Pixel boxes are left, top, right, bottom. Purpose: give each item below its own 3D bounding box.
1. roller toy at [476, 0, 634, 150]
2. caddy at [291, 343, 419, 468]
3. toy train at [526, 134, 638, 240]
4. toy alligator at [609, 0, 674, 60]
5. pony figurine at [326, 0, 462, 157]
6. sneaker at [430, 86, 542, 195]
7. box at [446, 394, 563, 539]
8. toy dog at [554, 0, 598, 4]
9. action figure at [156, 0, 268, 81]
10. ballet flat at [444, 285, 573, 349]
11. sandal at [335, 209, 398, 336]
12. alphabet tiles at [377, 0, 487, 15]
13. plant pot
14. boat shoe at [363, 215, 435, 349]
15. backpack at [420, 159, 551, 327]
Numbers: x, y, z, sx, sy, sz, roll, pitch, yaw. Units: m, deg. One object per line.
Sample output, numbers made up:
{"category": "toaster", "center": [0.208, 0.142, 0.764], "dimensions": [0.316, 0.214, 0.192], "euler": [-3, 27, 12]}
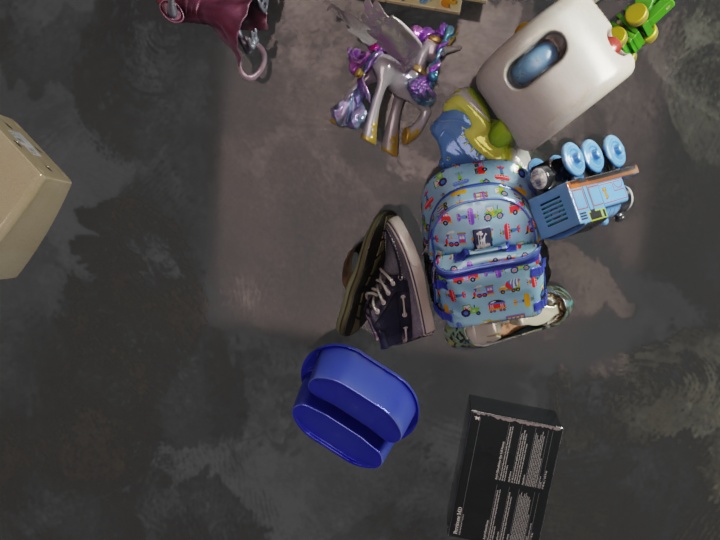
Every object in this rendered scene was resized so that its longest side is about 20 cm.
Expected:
{"category": "roller toy", "center": [0.248, -0.262, 1.052], "dimensions": [0.199, 0.182, 0.141], "euler": [-36, 90, -20]}
{"category": "caddy", "center": [-0.007, 0.199, 1.224], "dimensions": [0.198, 0.105, 0.142], "euler": [32, 124, -1]}
{"category": "toy train", "center": [0.303, -0.112, 1.099], "dimensions": [0.086, 0.198, 0.116], "euler": [-22, 85, 48]}
{"category": "toy alligator", "center": [0.385, -0.351, 1.117], "dimensions": [0.201, 0.059, 0.054], "euler": [-49, 52, 11]}
{"category": "pony figurine", "center": [0.037, -0.280, 1.128], "dimensions": [0.191, 0.166, 0.203], "euler": [22, 99, -31]}
{"category": "sneaker", "center": [0.177, -0.159, 1.168], "dimensions": [0.105, 0.076, 0.201], "euler": [-37, 91, 26]}
{"category": "box", "center": [0.215, 0.307, 1.231], "dimensions": [0.138, 0.079, 0.204], "euler": [10, 101, 1]}
{"category": "toy dog", "center": [0.322, -0.419, 1.034], "dimensions": [0.190, 0.200, 0.143], "euler": [-10, 99, 8]}
{"category": "action figure", "center": [-0.223, -0.382, 1.167], "dimensions": [0.196, 0.135, 0.150], "euler": [14, 144, 16]}
{"category": "ballet flat", "center": [0.217, 0.071, 1.196], "dimensions": [0.197, 0.074, 0.076], "euler": [-21, 97, 9]}
{"category": "sandal", "center": [-0.001, 0.001, 1.206], "dimensions": [0.057, 0.079, 0.204], "euler": [34, 110, 32]}
{"category": "alphabet tiles", "center": [0.080, -0.409, 1.099], "dimensions": [0.196, 0.169, 0.006], "euler": [11, 144, 4]}
{"category": "plant pot", "center": [-0.546, -0.119, 1.187], "dimensions": [0.177, 0.200, 0.200], "euler": [-43, 93, 0]}
{"category": "boat shoe", "center": [0.044, 0.026, 1.169], "dimensions": [0.091, 0.075, 0.203], "euler": [-22, 119, -8]}
{"category": "backpack", "center": [0.170, -0.043, 1.118], "dimensions": [0.178, 0.136, 0.203], "euler": [-6, 126, 7]}
